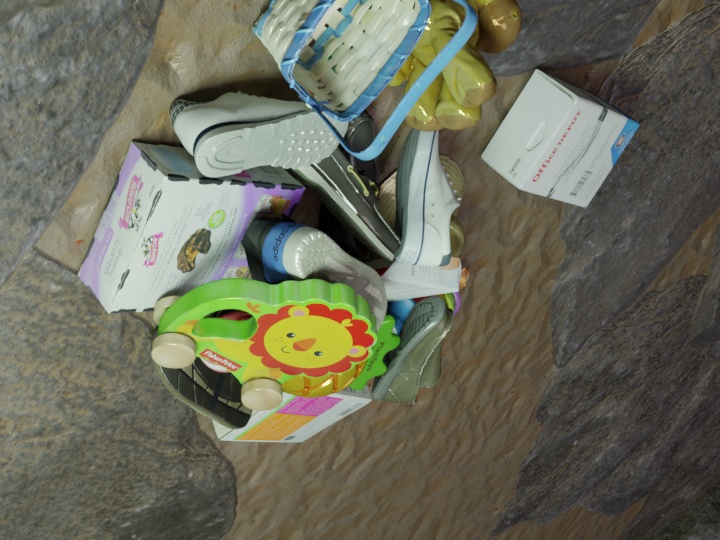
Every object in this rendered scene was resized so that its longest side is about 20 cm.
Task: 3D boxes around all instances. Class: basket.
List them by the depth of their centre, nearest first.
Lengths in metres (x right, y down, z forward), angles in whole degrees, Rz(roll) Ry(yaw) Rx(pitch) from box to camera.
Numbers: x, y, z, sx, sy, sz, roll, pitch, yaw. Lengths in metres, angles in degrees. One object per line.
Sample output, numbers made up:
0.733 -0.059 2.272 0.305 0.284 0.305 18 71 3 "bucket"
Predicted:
0.004 -0.226 1.120 0.177 0.200 0.139 -49 139 10 "basket"

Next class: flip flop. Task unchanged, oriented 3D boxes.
-0.199 0.132 1.401 0.200 0.057 0.082 49 55 -49 "flip flop"

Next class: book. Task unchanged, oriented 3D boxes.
-0.089 0.187 1.555 0.133 0.048 0.200 -32 154 22 "book"

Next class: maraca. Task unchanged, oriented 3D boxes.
-0.037 0.099 1.428 0.199 0.107 0.138 8 120 -37 "maraca"

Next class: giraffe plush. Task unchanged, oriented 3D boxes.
0.107 -0.274 1.265 0.162 0.172 0.201 -39 113 -29 "giraffe plush"

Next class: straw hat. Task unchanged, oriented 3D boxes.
0.092 -0.049 1.516 0.200 0.085 0.202 -29 143 -25 "straw hat"

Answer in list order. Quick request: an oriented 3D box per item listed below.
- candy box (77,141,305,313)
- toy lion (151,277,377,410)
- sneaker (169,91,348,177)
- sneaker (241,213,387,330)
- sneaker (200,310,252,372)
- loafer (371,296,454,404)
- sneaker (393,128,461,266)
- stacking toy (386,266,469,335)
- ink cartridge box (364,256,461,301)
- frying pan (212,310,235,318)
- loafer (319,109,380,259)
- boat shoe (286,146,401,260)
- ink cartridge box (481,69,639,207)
-0.180 -0.043 1.230 0.199 0.072 0.168 0 125 -49 "candy box"
-0.090 0.063 1.201 0.191 0.069 0.199 -33 133 32 "toy lion"
-0.100 -0.153 1.187 0.199 0.081 0.077 -8 135 -41 "sneaker"
-0.054 0.005 1.256 0.077 0.111 0.200 -61 142 -11 "sneaker"
-0.098 0.073 1.311 0.199 0.074 0.087 -14 165 6 "sneaker"
0.080 0.109 1.504 0.200 0.069 0.076 121 -13 -47 "loafer"
0.083 -0.093 1.384 0.070 0.201 0.073 14 157 -16 "sneaker"
0.098 0.045 1.629 0.200 0.110 0.116 -32 154 -45 "stacking toy"
0.000 0.000 1.426 0.199 0.162 0.051 14 74 -38 "ink cartridge box"
-0.138 0.070 1.427 0.114 0.031 0.191 -19 151 -21 "frying pan"
-0.001 -0.102 1.367 0.073 0.072 0.201 -27 142 -26 "loafer"
-0.016 -0.094 1.296 0.061 0.072 0.201 -49 113 -10 "boat shoe"
0.279 -0.180 1.589 0.199 0.084 0.145 8 119 -53 "ink cartridge box"
